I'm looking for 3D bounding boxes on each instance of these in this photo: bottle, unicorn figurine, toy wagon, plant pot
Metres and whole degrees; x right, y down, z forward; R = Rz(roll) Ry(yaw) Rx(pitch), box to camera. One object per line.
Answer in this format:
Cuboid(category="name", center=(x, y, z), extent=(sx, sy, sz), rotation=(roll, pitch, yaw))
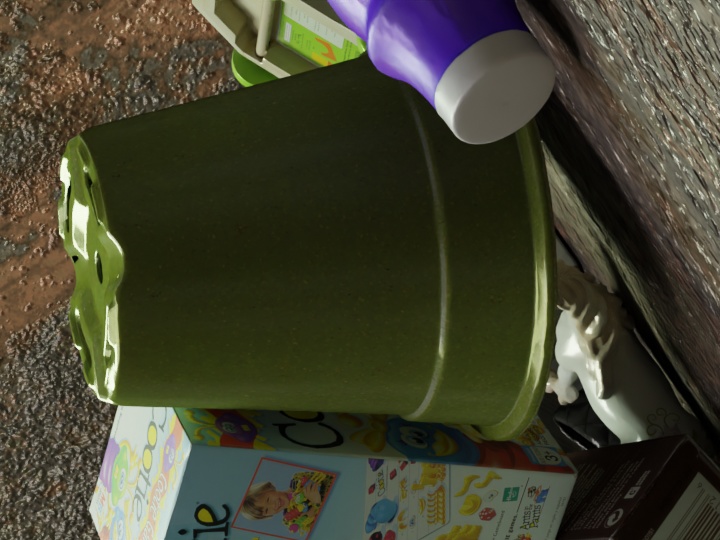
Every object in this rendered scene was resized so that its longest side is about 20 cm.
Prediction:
Cuboid(category="bottle", center=(0.007, -0.135, 1.037), extent=(0.200, 0.065, 0.084), rotation=(56, 179, 32))
Cuboid(category="unicorn figurine", center=(0.126, 0.057, 1.348), extent=(0.200, 0.074, 0.137), rotation=(43, 168, 4))
Cuboid(category="toy wagon", center=(0.000, -0.109, 1.385), extent=(0.199, 0.040, 0.155), rotation=(31, 165, 3))
Cuboid(category="plant pot", center=(-0.034, -0.011, 1.175), extent=(0.200, 0.189, 0.201), rotation=(174, 90, -75))

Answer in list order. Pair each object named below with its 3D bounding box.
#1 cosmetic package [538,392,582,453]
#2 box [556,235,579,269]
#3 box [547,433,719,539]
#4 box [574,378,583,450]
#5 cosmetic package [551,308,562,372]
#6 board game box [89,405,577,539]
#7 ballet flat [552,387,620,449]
Cuboid(category="cosmetic package", center=(0.103, 0.149, 1.591), extent=(0.101, 0.071, 0.201), rotation=(33, -149, -56))
Cuboid(category="box", center=(0.000, 0.000, 1.452), extent=(0.156, 0.200, 0.041), rotation=(55, 176, 23))
Cuboid(category="box", center=(0.129, 0.148, 1.317), extent=(0.100, 0.075, 0.200), rotation=(45, 156, -12))
Cuboid(category="box", center=(0.107, 0.088, 1.789), extent=(0.177, 0.096, 0.200), rotation=(58, 178, -7))
Cuboid(category="cosmetic package", center=(0.050, -0.026, 1.532), extent=(0.200, 0.085, 0.108), rotation=(55, -179, 23))
Cuboid(category="board game box", center=(-0.015, 0.107, 1.259), extent=(0.103, 0.199, 0.105), rotation=(-124, 46, -55))
Cuboid(category="ballet flat", center=(0.169, 0.148, 1.431), extent=(0.201, 0.057, 0.066), rotation=(66, -173, 29))
